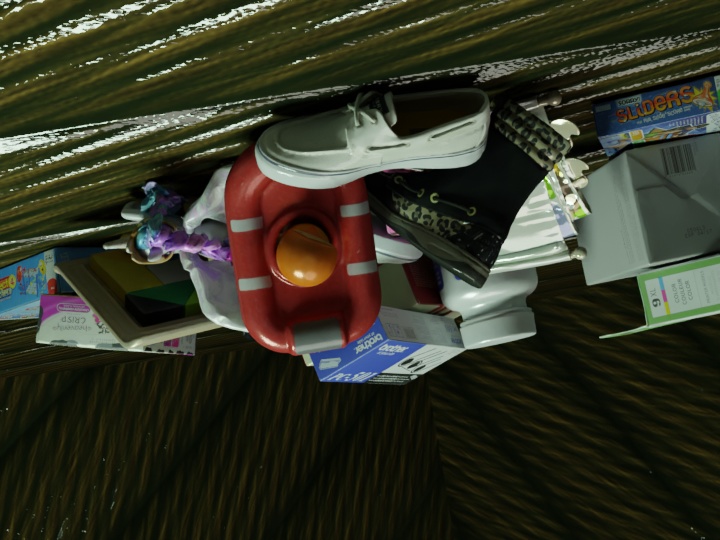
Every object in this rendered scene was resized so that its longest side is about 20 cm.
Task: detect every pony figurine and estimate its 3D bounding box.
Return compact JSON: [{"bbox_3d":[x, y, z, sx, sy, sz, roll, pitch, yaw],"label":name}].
[{"bbox_3d":[-0.152,-0.029,1.090,0.191,0.168,0.200,3,-173,-12],"label":"pony figurine"}]

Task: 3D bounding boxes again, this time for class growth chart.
[{"bbox_3d":[0.151,-0.076,1.069,0.143,0.201,0.018,-6,-143,20],"label":"growth chart"}]

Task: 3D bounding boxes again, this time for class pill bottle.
[{"bbox_3d":[0.135,-0.019,1.239,0.111,0.202,0.112,-12,172,-2],"label":"pill bottle"}]

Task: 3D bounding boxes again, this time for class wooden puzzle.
[{"bbox_3d":[-0.199,0.011,1.165,0.184,0.038,0.200,-13,-150,-35],"label":"wooden puzzle"}]

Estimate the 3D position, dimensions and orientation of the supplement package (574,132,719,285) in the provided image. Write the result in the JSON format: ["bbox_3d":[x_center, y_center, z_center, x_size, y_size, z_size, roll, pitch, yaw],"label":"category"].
[{"bbox_3d":[0.318,-0.062,1.212,0.120,0.121,0.200,-11,174,-8],"label":"supplement package"}]

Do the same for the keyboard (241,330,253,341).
[{"bbox_3d":[-0.077,0.019,1.470,0.200,0.040,0.104,-49,175,-4],"label":"keyboard"}]

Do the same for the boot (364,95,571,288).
[{"bbox_3d":[0.086,-0.091,1.012,0.073,0.154,0.203,32,-173,-43],"label":"boot"}]

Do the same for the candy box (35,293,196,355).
[{"bbox_3d":[-0.293,0.068,1.370,0.135,0.062,0.200,4,176,9],"label":"candy box"}]

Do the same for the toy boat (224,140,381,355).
[{"bbox_3d":[-0.049,-0.021,0.965,0.129,0.202,0.131,-9,-171,-5],"label":"toy boat"}]

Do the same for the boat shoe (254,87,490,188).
[{"bbox_3d":[0.012,-0.118,0.912,0.198,0.071,0.070,-5,145,-8],"label":"boat shoe"}]

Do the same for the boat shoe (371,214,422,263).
[{"bbox_3d":[-0.034,-0.020,1.197,0.200,0.087,0.075,12,-161,5],"label":"boat shoe"}]

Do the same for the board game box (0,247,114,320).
[{"bbox_3d":[-0.366,0.018,1.455,0.195,0.056,0.199,-16,171,39],"label":"board game box"}]

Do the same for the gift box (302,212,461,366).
[{"bbox_3d":[0.000,0.000,1.332,0.186,0.201,0.184,-30,158,24],"label":"gift box"}]

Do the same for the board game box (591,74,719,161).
[{"bbox_3d":[0.314,-0.149,1.139,0.134,0.035,0.200,-11,174,16],"label":"board game box"}]

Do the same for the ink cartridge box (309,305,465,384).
[{"bbox_3d":[0.033,0.085,1.227,0.094,0.045,0.200,-32,159,22],"label":"ink cartridge box"}]

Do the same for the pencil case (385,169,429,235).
[{"bbox_3d":[0.111,-0.093,1.141,0.198,0.091,0.094,-11,131,-1],"label":"pencil case"}]

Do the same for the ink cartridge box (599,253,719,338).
[{"bbox_3d":[0.350,0.019,1.157,0.199,0.060,0.104,-16,173,28],"label":"ink cartridge box"}]
